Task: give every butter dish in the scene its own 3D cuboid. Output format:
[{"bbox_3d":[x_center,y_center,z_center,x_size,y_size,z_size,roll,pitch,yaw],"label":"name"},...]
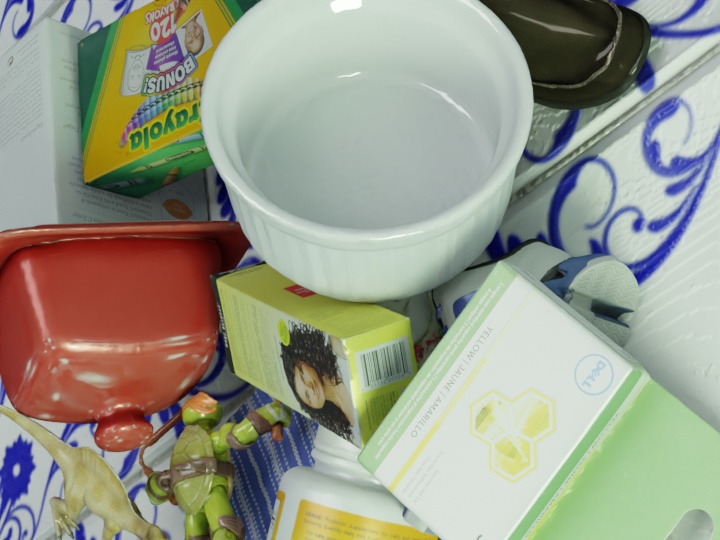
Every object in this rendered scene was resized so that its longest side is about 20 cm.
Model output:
[{"bbox_3d":[-0.182,0.058,1.293,0.200,0.198,0.149,133,130,-58],"label":"butter dish"}]

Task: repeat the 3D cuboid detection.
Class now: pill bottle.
[{"bbox_3d":[-0.011,0.197,1.138,0.109,0.108,0.202,11,86,50],"label":"pill bottle"}]

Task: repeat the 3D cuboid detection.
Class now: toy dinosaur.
[{"bbox_3d":[-0.195,0.156,1.293,0.199,0.058,0.102,39,148,19],"label":"toy dinosaur"}]

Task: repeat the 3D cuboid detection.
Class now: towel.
[{"bbox_3d":[-0.056,0.141,1.277,0.200,0.024,0.146,-48,47,28],"label":"towel"}]

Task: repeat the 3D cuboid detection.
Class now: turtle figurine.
[{"bbox_3d":[-0.103,0.150,1.265,0.199,0.064,0.163,-29,59,38],"label":"turtle figurine"}]

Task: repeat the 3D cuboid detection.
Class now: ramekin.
[{"bbox_3d":[0.005,-0.079,1.096,0.098,0.198,0.202,85,172,-59],"label":"ramekin"}]

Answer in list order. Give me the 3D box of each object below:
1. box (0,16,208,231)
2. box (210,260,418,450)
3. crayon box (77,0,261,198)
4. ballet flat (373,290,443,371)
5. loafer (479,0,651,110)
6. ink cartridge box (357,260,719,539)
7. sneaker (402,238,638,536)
[{"bbox_3d":[-0.215,-0.074,1.433,0.106,0.151,0.202,-30,56,39],"label":"box"},{"bbox_3d":[-0.031,0.048,1.139,0.200,0.050,0.076,20,124,61],"label":"box"},{"bbox_3d":[-0.124,-0.142,1.318,0.199,0.058,0.120,-20,67,37],"label":"crayon box"},{"bbox_3d":[0.000,0.000,1.162,0.076,0.064,0.200,-43,75,14],"label":"ballet flat"},{"bbox_3d":[0.092,-0.153,1.143,0.199,0.071,0.074,14,84,40],"label":"loafer"},{"bbox_3d":[0.114,0.112,0.992,0.200,0.048,0.146,40,98,26],"label":"ink cartridge box"},{"bbox_3d":[0.084,0.064,1.104,0.115,0.080,0.201,36,99,52],"label":"sneaker"}]
